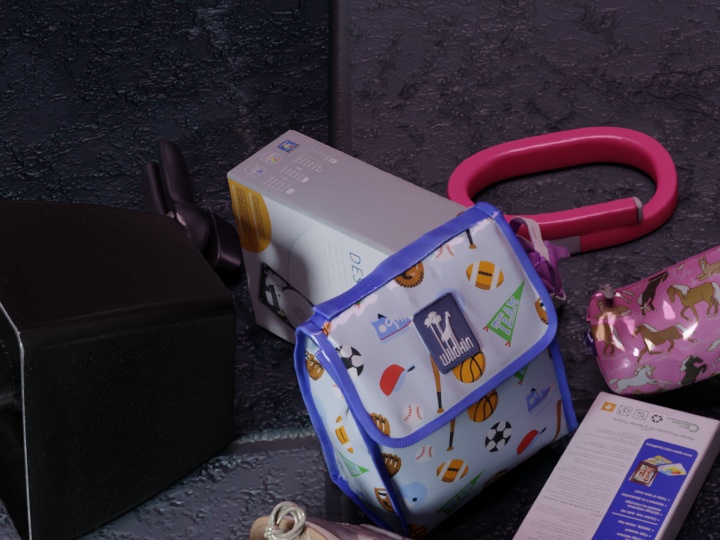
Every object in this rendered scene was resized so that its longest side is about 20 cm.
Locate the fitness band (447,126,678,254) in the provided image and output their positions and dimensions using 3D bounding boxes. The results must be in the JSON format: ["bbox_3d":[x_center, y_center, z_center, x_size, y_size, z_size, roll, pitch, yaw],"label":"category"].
[{"bbox_3d":[0.173,-0.070,1.632,0.199,0.038,0.144,-10,37,-3],"label":"fitness band"}]

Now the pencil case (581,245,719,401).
[{"bbox_3d":[0.262,0.025,1.393,0.199,0.087,0.083,-24,41,20],"label":"pencil case"}]

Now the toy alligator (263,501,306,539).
[{"bbox_3d":[-0.121,0.222,1.282,0.200,0.059,0.054,-36,-1,-10],"label":"toy alligator"}]

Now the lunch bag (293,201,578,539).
[{"bbox_3d":[0.050,0.069,1.324,0.170,0.201,0.124,-33,43,-19],"label":"lunch bag"}]

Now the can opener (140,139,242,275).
[{"bbox_3d":[-0.164,-0.051,1.669,0.063,0.078,0.200,-49,35,12],"label":"can opener"}]

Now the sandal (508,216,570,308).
[{"bbox_3d":[0.133,-0.010,1.451,0.050,0.083,0.203,-33,-6,10],"label":"sandal"}]

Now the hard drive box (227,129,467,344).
[{"bbox_3d":[0.000,0.000,1.477,0.199,0.156,0.077,25,49,37],"label":"hard drive box"}]

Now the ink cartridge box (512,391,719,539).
[{"bbox_3d":[0.175,0.166,1.325,0.094,0.037,0.200,13,40,25],"label":"ink cartridge box"}]

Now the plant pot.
[{"bbox_3d":[-0.197,0.062,1.419,0.177,0.200,0.200,-12,35,-23],"label":"plant pot"}]

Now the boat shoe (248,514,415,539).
[{"bbox_3d":[0.008,0.208,1.282,0.199,0.072,0.065,10,15,42],"label":"boat shoe"}]
